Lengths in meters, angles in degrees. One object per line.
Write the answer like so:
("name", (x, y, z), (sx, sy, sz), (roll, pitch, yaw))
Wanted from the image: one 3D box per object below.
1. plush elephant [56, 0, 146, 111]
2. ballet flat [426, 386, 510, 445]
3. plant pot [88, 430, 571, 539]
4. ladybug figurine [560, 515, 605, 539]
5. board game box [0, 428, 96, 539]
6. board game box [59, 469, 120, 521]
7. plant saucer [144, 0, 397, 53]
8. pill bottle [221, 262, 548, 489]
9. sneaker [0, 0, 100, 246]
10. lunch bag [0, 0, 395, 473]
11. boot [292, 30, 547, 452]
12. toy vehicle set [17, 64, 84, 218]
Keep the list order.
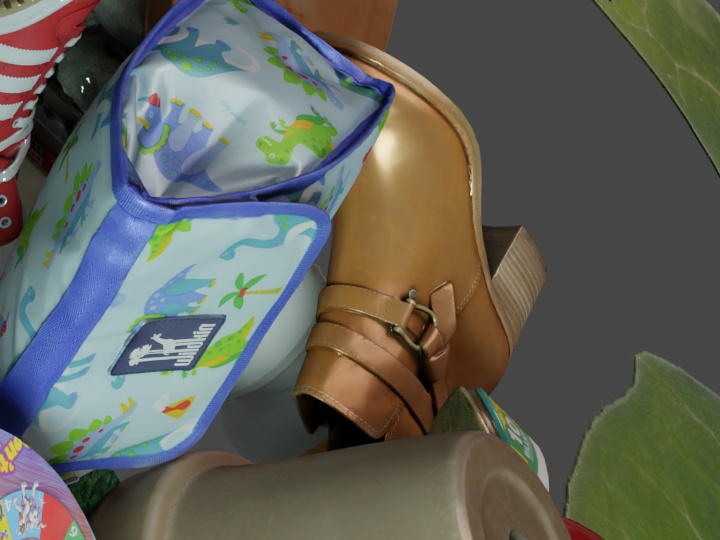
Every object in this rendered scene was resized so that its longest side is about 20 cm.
("plush elephant", (-0.108, -0.157, 1.294), (0.154, 0.166, 0.199), (28, 26, 33))
("ballet flat", (0.051, 0.125, 1.243), (0.200, 0.070, 0.071), (70, 0, -59))
("plant pot", (0.000, 0.155, 1.131), (0.200, 0.174, 0.201), (45, 32, -38))
("ladybug figurine", (0.112, 0.200, 1.404), (0.200, 0.071, 0.137), (-64, 148, -72))
("board game box", (-0.135, 0.152, 0.948), (0.200, 0.039, 0.159), (-46, 124, -52))
("board game box", (-0.165, 0.097, 1.100), (0.105, 0.023, 0.200), (59, 23, 2))
("plant saucer", (-0.034, -0.137, 1.264), (0.200, 0.032, 0.202), (-32, 129, -51))
("pill bottle", (-0.001, 0.076, 1.342), (0.200, 0.112, 0.113), (45, 25, -27))
("sneaker", (-0.154, -0.085, 1.144), (0.113, 0.199, 0.071), (47, 19, -40))
("lunch bag", (-0.089, -0.011, 1.116), (0.127, 0.170, 0.200), (37, 33, 4))
("boot", (0.000, 0.000, 1.240), (0.156, 0.076, 0.200), (-56, 128, -30))
("toy vehicle set", (-0.164, -0.074, 1.325), (0.200, 0.026, 0.125), (44, 25, -27))
